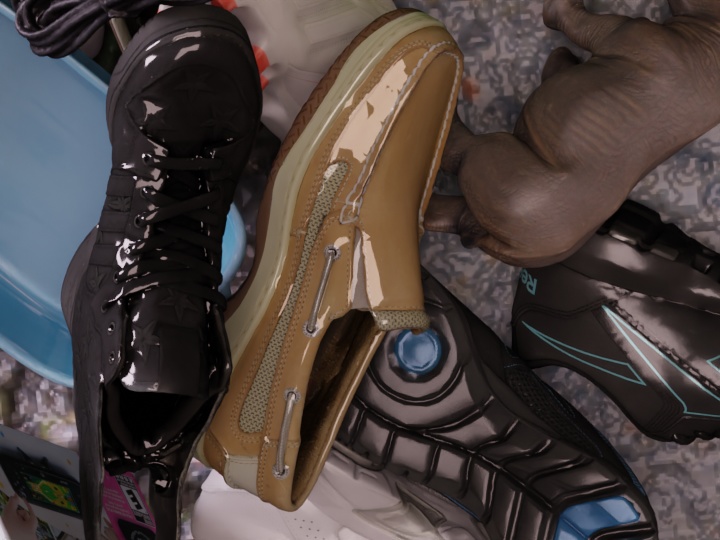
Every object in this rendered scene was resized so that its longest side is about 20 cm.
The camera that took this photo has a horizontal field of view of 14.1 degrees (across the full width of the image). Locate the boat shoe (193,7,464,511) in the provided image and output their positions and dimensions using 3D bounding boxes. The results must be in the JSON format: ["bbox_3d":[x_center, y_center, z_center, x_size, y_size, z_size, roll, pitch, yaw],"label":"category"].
[{"bbox_3d":[0.000,0.000,1.124,0.076,0.072,0.201,34,110,32],"label":"boat shoe"}]

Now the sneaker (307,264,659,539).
[{"bbox_3d":[0.042,0.061,1.196,0.073,0.082,0.200,-44,85,9],"label":"sneaker"}]

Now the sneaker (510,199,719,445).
[{"bbox_3d":[0.156,0.037,1.205,0.199,0.075,0.080,25,108,9],"label":"sneaker"}]

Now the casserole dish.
[{"bbox_3d":[-0.134,-0.039,1.155,0.200,0.039,0.121,40,115,-13],"label":"casserole dish"}]

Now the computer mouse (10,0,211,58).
[{"bbox_3d":[-0.083,-0.184,1.060,0.046,0.140,0.201,17,74,-39],"label":"computer mouse"}]

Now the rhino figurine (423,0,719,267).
[{"bbox_3d":[0.107,-0.075,1.176,0.200,0.060,0.087,-41,52,-15],"label":"rhino figurine"}]

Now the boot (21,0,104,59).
[{"bbox_3d":[-0.206,-0.069,1.212,0.199,0.074,0.096,-2,124,-8],"label":"boot"}]

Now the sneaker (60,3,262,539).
[{"bbox_3d":[-0.072,0.008,1.083,0.060,0.104,0.200,4,131,-21],"label":"sneaker"}]

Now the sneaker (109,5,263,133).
[{"bbox_3d":[-0.082,-0.142,1.186,0.070,0.076,0.201,-20,96,5],"label":"sneaker"}]

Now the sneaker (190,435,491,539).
[{"bbox_3d":[0.016,0.132,1.223,0.200,0.078,0.100,37,114,-2],"label":"sneaker"}]

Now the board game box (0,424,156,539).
[{"bbox_3d":[-0.105,0.163,1.113,0.064,0.147,0.201,-34,65,14],"label":"board game box"}]

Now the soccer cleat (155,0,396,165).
[{"bbox_3d":[-0.023,-0.095,1.147,0.069,0.200,0.078,23,72,34],"label":"soccer cleat"}]
